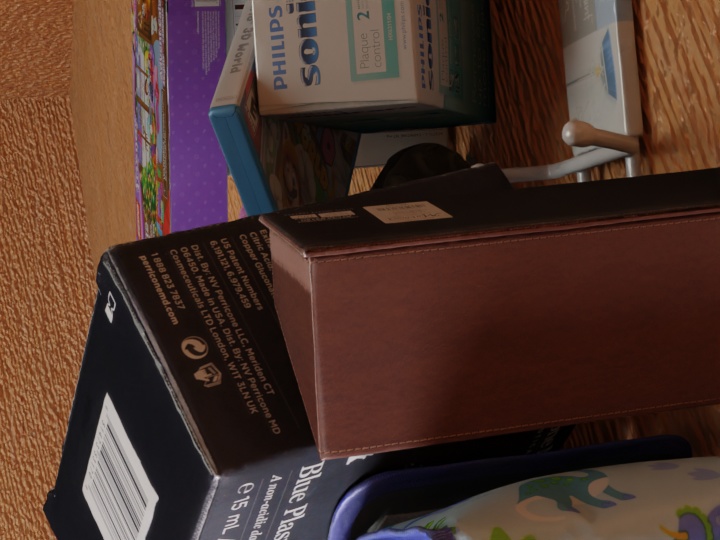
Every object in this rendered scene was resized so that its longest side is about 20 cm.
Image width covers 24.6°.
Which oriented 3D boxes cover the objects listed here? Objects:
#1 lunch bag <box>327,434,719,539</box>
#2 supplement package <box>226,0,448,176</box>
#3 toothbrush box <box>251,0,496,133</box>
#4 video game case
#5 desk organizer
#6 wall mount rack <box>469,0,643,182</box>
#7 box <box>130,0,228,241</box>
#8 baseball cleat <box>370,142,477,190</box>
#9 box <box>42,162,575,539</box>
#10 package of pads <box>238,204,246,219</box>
[{"bbox_3d":[0.081,0.136,0.659,0.200,0.168,0.129,146,117,-72],"label":"lunch bag"},{"bbox_3d":[-0.039,-0.169,1.083,0.191,0.145,0.203,-160,67,-74],"label":"supplement package"},{"bbox_3d":[0.010,-0.151,0.860,0.200,0.084,0.149,-4,-89,-74],"label":"toothbrush box"},{"bbox_3d":[-0.032,-0.087,0.876,0.201,0.018,0.144,-79,-23,-48],"label":"video game case"},{"bbox_3d":[0.067,0.013,0.627,0.072,0.197,0.078,-145,50,-70],"label":"desk organizer"},{"bbox_3d":[0.090,-0.109,0.745,0.174,0.074,0.203,164,101,-75],"label":"wall mount rack"},{"bbox_3d":[-0.114,-0.099,1.023,0.137,0.039,0.203,-137,46,-68],"label":"box"},{"bbox_3d":[0.000,0.000,0.940,0.106,0.070,0.200,-31,16,37],"label":"baseball cleat"},{"bbox_3d":[-0.020,0.074,0.742,0.118,0.198,0.198,58,147,29],"label":"box"},{"bbox_3d":[-0.056,0.050,1.348,0.121,0.075,0.203,-131,39,-69],"label":"package of pads"}]
